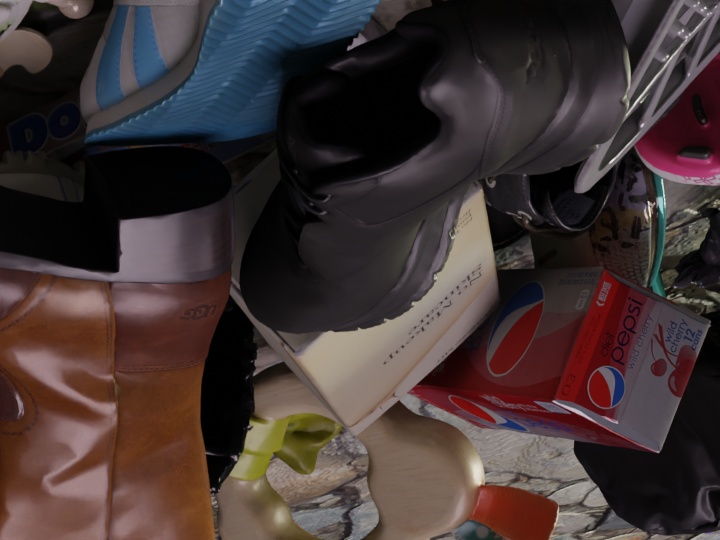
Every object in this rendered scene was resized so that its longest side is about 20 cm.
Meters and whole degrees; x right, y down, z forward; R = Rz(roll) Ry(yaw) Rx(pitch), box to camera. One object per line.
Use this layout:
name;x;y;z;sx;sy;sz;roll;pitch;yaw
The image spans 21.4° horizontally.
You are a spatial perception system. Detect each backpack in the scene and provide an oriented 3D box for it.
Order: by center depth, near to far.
backpack;0.244;0.081;1.142;0.199;0.127;0.166;-22;178;-40

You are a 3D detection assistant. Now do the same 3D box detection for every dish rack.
dish rack;0.128;-0.132;0.645;0.172;0.043;0.200;-45;168;-32

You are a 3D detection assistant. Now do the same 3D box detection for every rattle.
rattle;0.031;0.101;0.984;0.199;0.131;0.143;1;-179;26

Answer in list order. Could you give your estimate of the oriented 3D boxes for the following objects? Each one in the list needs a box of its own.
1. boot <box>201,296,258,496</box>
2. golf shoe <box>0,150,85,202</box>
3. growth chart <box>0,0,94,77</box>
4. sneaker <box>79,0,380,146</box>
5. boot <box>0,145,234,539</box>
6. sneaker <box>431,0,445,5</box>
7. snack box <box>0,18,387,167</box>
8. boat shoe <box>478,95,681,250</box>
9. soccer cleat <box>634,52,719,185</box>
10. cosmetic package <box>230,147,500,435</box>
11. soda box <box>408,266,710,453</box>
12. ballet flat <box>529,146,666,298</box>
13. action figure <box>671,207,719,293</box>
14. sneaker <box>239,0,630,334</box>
boot;-0.103;0.110;0.940;0.073;0.200;0.162;9;157;-25
golf shoe;-0.120;0.017;0.779;0.078;0.098;0.200;-22;154;22
growth chart;-0.206;-0.070;0.690;0.199;0.018;0.144;-27;155;24
sneaker;-0.050;-0.097;0.656;0.076;0.081;0.200;-6;165;-26
boot;-0.142;0.050;0.730;0.187;0.069;0.201;-10;130;-23
sneaker;0.063;-0.116;0.686;0.088;0.076;0.200;-19;157;7
snack box;-0.085;-0.059;0.783;0.199;0.024;0.072;-24;157;17
boat shoe;0.090;-0.050;0.862;0.069;0.067;0.200;-4;154;-26
soccer cleat;0.222;-0.078;0.869;0.199;0.070;0.086;-21;153;4
cosmetic package;0.000;0.000;0.835;0.103;0.073;0.200;-42;165;-3
soda box;0.087;0.041;0.941;0.063;0.070;0.200;25;170;-19
ballet flat;0.120;-0.010;0.961;0.072;0.073;0.200;-17;161;3
action figure;0.235;-0.017;0.989;0.118;0.103;0.200;-17;156;-16
sneaker;0.001;-0.038;0.650;0.090;0.076;0.200;-6;154;-37
